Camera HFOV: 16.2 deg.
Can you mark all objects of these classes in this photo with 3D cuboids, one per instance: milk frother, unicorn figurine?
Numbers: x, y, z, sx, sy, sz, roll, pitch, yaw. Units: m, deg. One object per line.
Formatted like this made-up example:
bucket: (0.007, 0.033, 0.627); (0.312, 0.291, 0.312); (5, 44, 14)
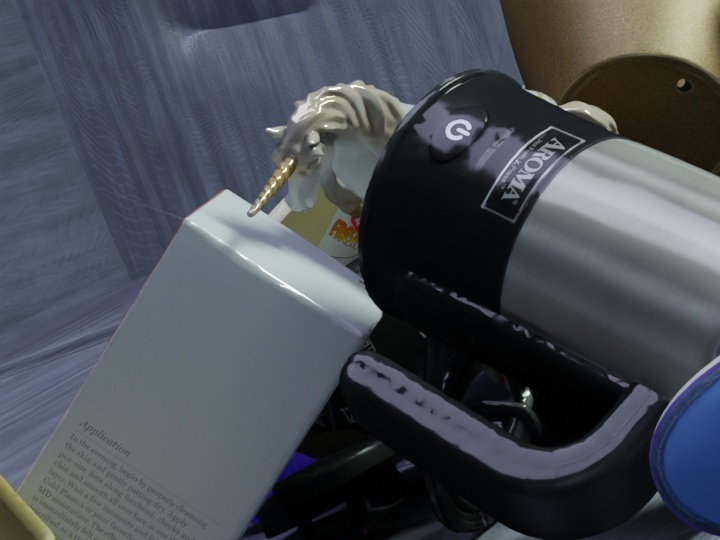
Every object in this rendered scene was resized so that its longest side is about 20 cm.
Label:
milk frother: (0.106, 0.043, 1.081); (0.187, 0.200, 0.181); (28, 82, 36)
unicorn figurine: (0.027, -0.047, 1.171); (0.198, 0.074, 0.138); (-18, -29, -14)

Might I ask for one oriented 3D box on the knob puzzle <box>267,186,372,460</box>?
knob puzzle: (0.000, 0.000, 1.333); (0.219, 0.221, 0.030); (-27, 42, -36)

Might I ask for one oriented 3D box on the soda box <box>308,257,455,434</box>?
soda box: (0.045, 0.006, 1.291); (0.199, 0.064, 0.071); (-34, 12, -32)

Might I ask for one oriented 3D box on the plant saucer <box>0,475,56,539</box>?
plant saucer: (-0.187, 0.179, 1.011); (0.200, 0.048, 0.200); (-50, 16, -7)

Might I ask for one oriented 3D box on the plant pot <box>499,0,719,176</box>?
plant pot: (0.147, -0.132, 1.274); (0.185, 0.187, 0.201); (-21, 34, 25)

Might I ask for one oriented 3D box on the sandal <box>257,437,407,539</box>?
sandal: (-0.007, 0.117, 1.269); (0.075, 0.048, 0.200); (-25, -7, -11)

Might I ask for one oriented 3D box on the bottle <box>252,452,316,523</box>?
bottle: (-0.005, 0.080, 1.465); (0.083, 0.066, 0.200); (-24, 3, 42)

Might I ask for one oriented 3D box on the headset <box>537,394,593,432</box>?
headset: (0.118, 0.049, 1.332); (0.198, 0.095, 0.124); (-6, 18, 21)

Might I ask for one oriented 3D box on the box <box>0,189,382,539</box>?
box: (-0.083, 0.077, 1.154); (0.201, 0.097, 0.124); (-57, 0, 9)

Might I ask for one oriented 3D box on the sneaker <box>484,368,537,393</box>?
sneaker: (0.139, 0.018, 1.193); (0.199, 0.079, 0.077); (8, 33, 44)

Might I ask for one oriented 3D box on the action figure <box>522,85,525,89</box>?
action figure: (0.134, -0.091, 1.512); (0.069, 0.131, 0.200); (16, 9, -21)

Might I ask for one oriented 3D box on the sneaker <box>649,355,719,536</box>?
sneaker: (0.168, 0.060, 0.835); (0.199, 0.081, 0.146); (-14, 5, 28)
